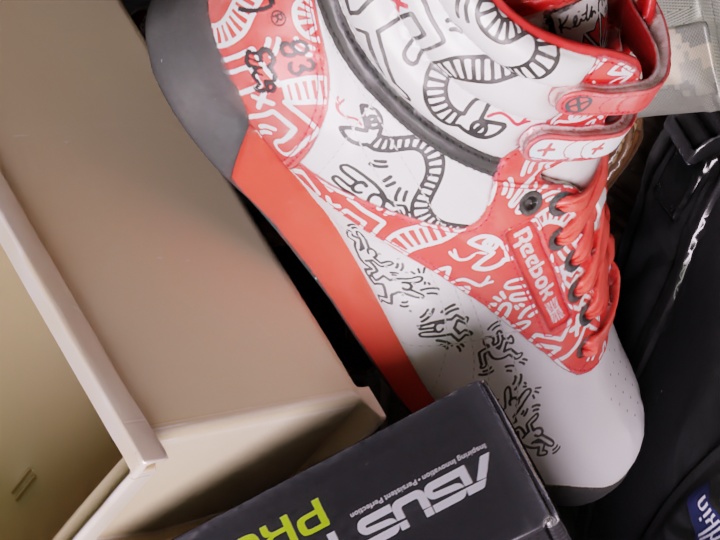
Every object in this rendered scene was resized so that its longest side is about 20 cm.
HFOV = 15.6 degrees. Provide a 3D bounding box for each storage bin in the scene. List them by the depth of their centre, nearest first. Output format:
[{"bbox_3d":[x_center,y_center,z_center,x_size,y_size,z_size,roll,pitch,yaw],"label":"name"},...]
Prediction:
[{"bbox_3d":[-0.122,0.020,0.724,0.199,0.094,0.200,-48,65,35],"label":"storage bin"}]

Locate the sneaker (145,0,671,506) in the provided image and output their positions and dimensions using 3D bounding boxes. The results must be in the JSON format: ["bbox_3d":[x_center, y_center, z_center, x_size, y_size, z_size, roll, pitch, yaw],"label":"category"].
[{"bbox_3d":[0.045,-0.019,0.677,0.108,0.067,0.201,-23,123,32],"label":"sneaker"}]

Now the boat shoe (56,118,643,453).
[{"bbox_3d":[0.000,0.000,0.775,0.200,0.068,0.072,-32,114,8],"label":"boat shoe"}]

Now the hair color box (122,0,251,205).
[{"bbox_3d":[-0.074,-0.017,0.845,0.099,0.061,0.200,-23,117,26],"label":"hair color box"}]

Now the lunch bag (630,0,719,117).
[{"bbox_3d":[0.019,-0.142,0.701,0.163,0.118,0.201,-4,122,14],"label":"lunch bag"}]

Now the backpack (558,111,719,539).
[{"bbox_3d":[0.145,0.072,0.781,0.146,0.183,0.200,4,133,-14],"label":"backpack"}]

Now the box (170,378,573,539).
[{"bbox_3d":[-0.031,0.118,0.695,0.200,0.044,0.160,-27,153,0],"label":"box"}]

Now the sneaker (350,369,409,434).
[{"bbox_3d":[0.002,0.083,0.819,0.200,0.080,0.071,-38,69,51],"label":"sneaker"}]
